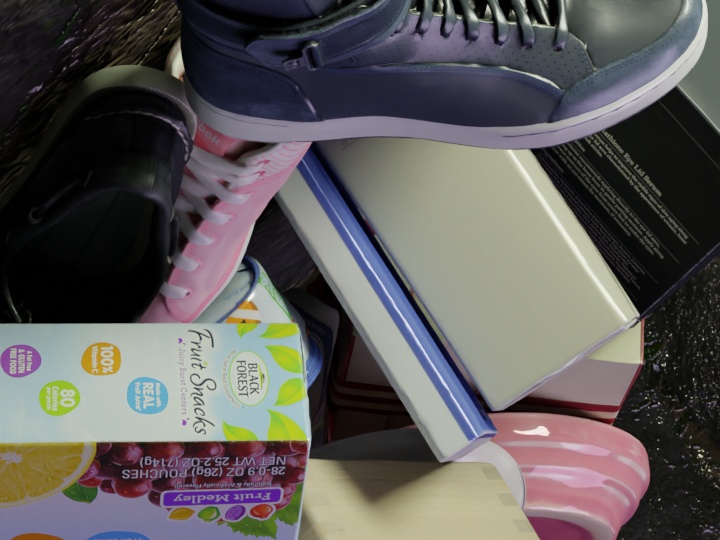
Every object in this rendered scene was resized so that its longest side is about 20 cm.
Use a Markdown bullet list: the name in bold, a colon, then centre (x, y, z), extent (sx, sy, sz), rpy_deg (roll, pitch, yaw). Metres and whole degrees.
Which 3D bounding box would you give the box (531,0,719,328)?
- **box**: centre (0.124, -0.093, 1.119), extent (0.079, 0.200, 0.141), rpy_deg (-36, 172, -36)

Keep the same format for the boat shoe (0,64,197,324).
- **boat shoe**: centre (-0.119, 0.006, 0.909), extent (0.199, 0.074, 0.066), rpy_deg (-50, -147, 39)

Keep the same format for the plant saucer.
- **plant saucer**: centre (0.070, 0.141, 1.291), extent (0.200, 0.051, 0.201), rpy_deg (-5, 154, -2)

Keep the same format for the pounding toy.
- **pounding toy**: centre (-0.021, 0.202, 1.064), extent (0.200, 0.142, 0.184), rpy_deg (6, 134, -48)

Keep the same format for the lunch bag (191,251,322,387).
- **lunch bag**: centre (-0.120, 0.065, 1.058), extent (0.200, 0.076, 0.160), rpy_deg (-37, -156, -6)

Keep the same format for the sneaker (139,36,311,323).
- **sneaker**: centre (-0.072, -0.044, 0.942), extent (0.200, 0.075, 0.105), rpy_deg (-50, 173, 15)

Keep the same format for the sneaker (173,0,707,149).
- **sneaker**: centre (0.030, -0.106, 0.798), extent (0.202, 0.077, 0.146), rpy_deg (-6, 154, 0)

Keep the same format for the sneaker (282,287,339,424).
- **sneaker**: centre (-0.054, 0.079, 1.205), extent (0.088, 0.075, 0.200), rpy_deg (-58, -177, -30)

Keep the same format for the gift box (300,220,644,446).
- **gift box**: centre (0.055, 0.020, 1.288), extent (0.200, 0.186, 0.185), rpy_deg (104, -8, -57)

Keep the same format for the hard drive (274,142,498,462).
- **hard drive**: centre (0.000, 0.000, 1.071), extent (0.025, 0.200, 0.132), rpy_deg (-33, 173, 3)

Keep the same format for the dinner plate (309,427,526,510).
- **dinner plate**: centre (-0.004, 0.152, 1.179), extent (0.200, 0.024, 0.200), rpy_deg (-15, 144, -11)

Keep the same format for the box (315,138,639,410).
- **box**: centre (0.046, -0.037, 1.073), extent (0.082, 0.200, 0.068), rpy_deg (-33, 176, 11)

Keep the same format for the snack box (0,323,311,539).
- **snack box**: centre (-0.127, 0.097, 0.912), extent (0.200, 0.068, 0.169), rpy_deg (1, 139, -8)
